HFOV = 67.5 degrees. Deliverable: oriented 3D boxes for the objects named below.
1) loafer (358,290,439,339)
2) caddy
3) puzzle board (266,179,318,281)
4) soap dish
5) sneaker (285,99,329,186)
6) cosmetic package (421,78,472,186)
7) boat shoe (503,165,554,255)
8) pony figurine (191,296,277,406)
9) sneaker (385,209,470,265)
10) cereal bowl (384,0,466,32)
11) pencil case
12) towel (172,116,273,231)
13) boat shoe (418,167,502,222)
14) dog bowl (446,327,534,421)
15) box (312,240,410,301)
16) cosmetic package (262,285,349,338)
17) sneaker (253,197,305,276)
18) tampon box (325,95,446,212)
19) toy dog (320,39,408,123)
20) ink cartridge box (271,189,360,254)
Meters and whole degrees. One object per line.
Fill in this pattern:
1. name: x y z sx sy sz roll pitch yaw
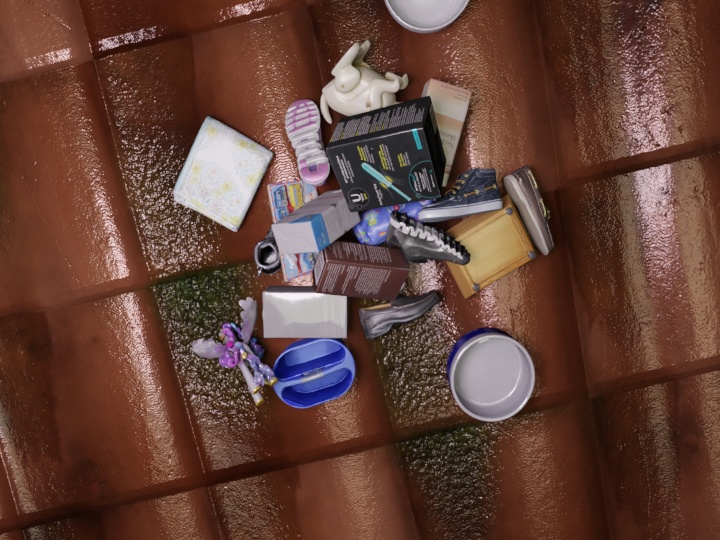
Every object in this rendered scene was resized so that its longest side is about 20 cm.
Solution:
1. loafer: 0.087 0.086 1.242 0.195 0.073 0.074 -26 94 2
2. caddy: -0.106 0.231 1.242 0.194 0.105 0.146 -18 98 3
3. puzzle board: -0.129 -0.094 1.183 0.017 0.149 0.207 -2 102 38
4. soap dish: 0.288 -0.051 1.216 0.196 0.081 0.160 -30 98 3
5. sneaker: -0.112 -0.272 1.185 0.078 0.089 0.207 -13 77 3
6. cosmetic package: 0.163 -0.296 1.175 0.100 0.087 0.207 13 98 -4
7. boat shoe: 0.392 -0.134 1.211 0.058 0.072 0.204 -30 99 -4
8. pony figurine: -0.263 0.179 1.175 0.164 0.195 0.201 -34 71 -20
9. sneaker: 0.138 -0.048 1.156 0.195 0.067 0.092 25 118 -2
10. cereal bowl: 0.137 -0.601 1.131 0.193 0.083 0.208 0 99 -1
11. pencil case: 0.078 -0.115 1.204 0.194 0.088 0.079 -22 139 4
12. towel: -0.309 -0.212 1.206 0.168 0.048 0.204 27 97 -7
13. boat shoe: 0.207 -0.161 1.147 0.194 0.071 0.094 -11 89 -17
14. dog bowl: 0.301 0.241 1.261 0.193 0.079 0.208 0 98 0
15. box: 0.000 0.000 1.179 0.194 0.076 0.102 8 132 -20
16. cosmetic package: -0.123 0.094 1.234 0.193 0.090 0.111 3 99 2
17. sneaker: -0.176 -0.078 1.191 0.074 0.114 0.205 26 98 -3
18. tampon box: 0.056 -0.226 1.063 0.194 0.128 0.153 -6 129 22
19. toy dog: 0.020 -0.351 1.143 0.200 0.140 0.194 44 109 -6
20. ink cartridge box: -0.080 -0.108 1.142 0.113 0.199 0.069 -2 116 37
